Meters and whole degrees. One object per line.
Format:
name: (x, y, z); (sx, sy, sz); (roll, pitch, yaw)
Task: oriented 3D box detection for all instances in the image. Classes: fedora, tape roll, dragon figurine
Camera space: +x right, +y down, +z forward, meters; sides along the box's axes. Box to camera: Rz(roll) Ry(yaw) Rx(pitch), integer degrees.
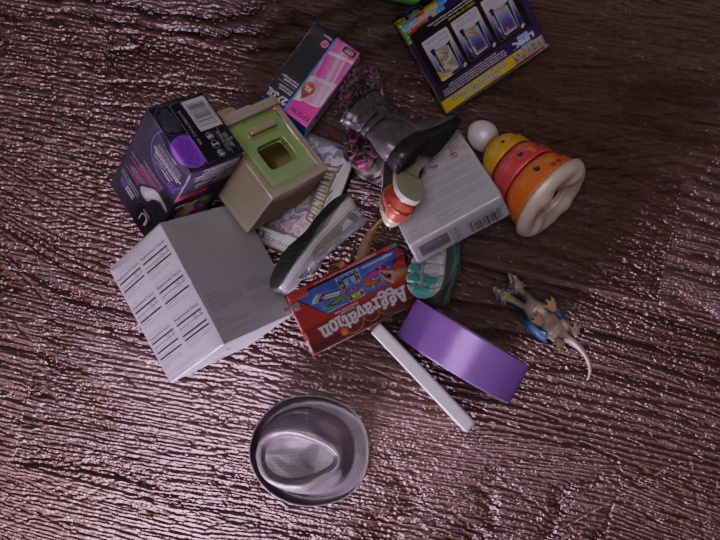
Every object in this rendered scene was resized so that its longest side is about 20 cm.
fedora: (-0.087, 0.292, 1.525); (0.197, 0.090, 0.180); (7, 89, 6)
tape roll: (0.155, 0.121, 1.451); (0.198, 0.200, 0.066); (30, 91, 6)
dragon figurine: (0.295, 0.081, 1.508); (0.199, 0.099, 0.059); (41, 91, -13)

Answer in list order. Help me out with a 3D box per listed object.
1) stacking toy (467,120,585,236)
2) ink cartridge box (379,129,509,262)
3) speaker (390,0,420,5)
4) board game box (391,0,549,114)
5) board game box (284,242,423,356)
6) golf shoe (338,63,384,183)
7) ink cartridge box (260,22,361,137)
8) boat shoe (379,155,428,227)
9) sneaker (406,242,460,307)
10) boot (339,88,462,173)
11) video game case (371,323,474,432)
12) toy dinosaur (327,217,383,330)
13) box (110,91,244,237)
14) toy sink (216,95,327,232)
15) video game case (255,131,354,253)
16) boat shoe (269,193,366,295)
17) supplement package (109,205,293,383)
stacking toy: (0.239, -0.165, 1.504); (0.146, 0.146, 0.200); (-47, 68, 3)
ink cartridge box: (0.124, -0.121, 1.507); (0.159, 0.047, 0.201); (-28, 41, 5)
speaker: (0.060, -0.474, 1.542); (0.197, 0.088, 0.090); (13, 89, 7)
board game box: (0.173, -0.373, 1.504); (0.199, 0.057, 0.166); (-32, 118, 3)
board game box: (-0.009, 0.044, 1.504); (0.198, 0.019, 0.104); (-26, 84, -14)
golf shoe: (0.009, -0.236, 1.547); (0.071, 0.092, 0.203); (-7, 66, 18)
ink cartridge box: (-0.092, -0.297, 1.565); (0.094, 0.037, 0.201); (34, 86, 7)
boat shoe: (0.063, -0.147, 1.486); (0.070, 0.201, 0.063); (24, 128, -15)
sneaker: (0.127, -0.032, 1.527); (0.077, 0.091, 0.202); (5, 64, 30)
boot: (0.065, -0.234, 1.474); (0.132, 0.199, 0.070); (44, 126, 13)
video game case: (0.095, 0.162, 1.465); (0.023, 0.182, 0.200); (-44, 84, -1)
toy dinosaur: (0.000, 0.000, 1.555); (0.104, 0.060, 0.203); (1, 77, -7)
box: (-0.278, -0.151, 1.437); (0.105, 0.200, 0.123); (-28, 78, -41)
toy sink: (-0.170, -0.187, 1.490); (0.130, 0.112, 0.201); (-31, 81, -40)
video game case: (-0.117, -0.132, 1.578); (0.178, 0.025, 0.203); (21, 90, 7)
boat shoe: (-0.065, -0.033, 1.506); (0.065, 0.074, 0.203); (48, 62, -20)
supplement package: (-0.240, 0.030, 1.482); (0.146, 0.190, 0.202); (-33, 83, 34)
